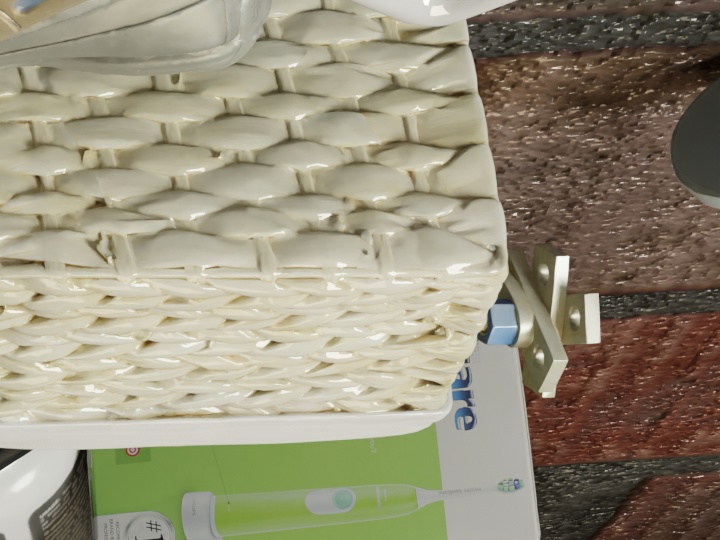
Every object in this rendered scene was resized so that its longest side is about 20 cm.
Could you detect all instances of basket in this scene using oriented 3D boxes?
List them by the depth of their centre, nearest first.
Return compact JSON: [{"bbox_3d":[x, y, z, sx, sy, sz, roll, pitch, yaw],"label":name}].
[{"bbox_3d":[-0.056,-0.024,0.876,0.199,0.136,0.123,0,152,-18],"label":"basket"}]

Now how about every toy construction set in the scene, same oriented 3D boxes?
[{"bbox_3d":[0.000,0.000,1.050,0.199,0.092,0.131,13,156,-17],"label":"toy construction set"}]

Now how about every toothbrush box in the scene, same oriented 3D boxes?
[{"bbox_3d":[-0.025,0.076,1.160,0.199,0.146,0.086,-6,161,-1],"label":"toothbrush box"}]

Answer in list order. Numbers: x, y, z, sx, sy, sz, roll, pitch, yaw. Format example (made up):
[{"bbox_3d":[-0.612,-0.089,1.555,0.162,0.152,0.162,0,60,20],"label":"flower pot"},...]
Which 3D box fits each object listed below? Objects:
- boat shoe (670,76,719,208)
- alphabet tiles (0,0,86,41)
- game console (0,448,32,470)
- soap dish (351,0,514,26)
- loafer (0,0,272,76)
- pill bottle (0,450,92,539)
[{"bbox_3d":[0.218,-0.061,0.947,0.199,0.074,0.068,-23,142,20],"label":"boat shoe"},{"bbox_3d":[-0.197,-0.108,0.694,0.167,0.008,0.200,-19,139,33],"label":"alphabet tiles"},{"bbox_3d":[-0.205,0.059,0.966,0.200,0.177,0.031,-33,128,-2],"label":"game console"},{"bbox_3d":[0.043,-0.143,0.645,0.200,0.081,0.157,-19,157,35],"label":"soap dish"},{"bbox_3d":[-0.128,-0.093,0.777,0.199,0.070,0.070,-7,143,8],"label":"loafer"},{"bbox_3d":[-0.180,0.091,1.163,0.115,0.116,0.200,-5,145,-2],"label":"pill bottle"}]
